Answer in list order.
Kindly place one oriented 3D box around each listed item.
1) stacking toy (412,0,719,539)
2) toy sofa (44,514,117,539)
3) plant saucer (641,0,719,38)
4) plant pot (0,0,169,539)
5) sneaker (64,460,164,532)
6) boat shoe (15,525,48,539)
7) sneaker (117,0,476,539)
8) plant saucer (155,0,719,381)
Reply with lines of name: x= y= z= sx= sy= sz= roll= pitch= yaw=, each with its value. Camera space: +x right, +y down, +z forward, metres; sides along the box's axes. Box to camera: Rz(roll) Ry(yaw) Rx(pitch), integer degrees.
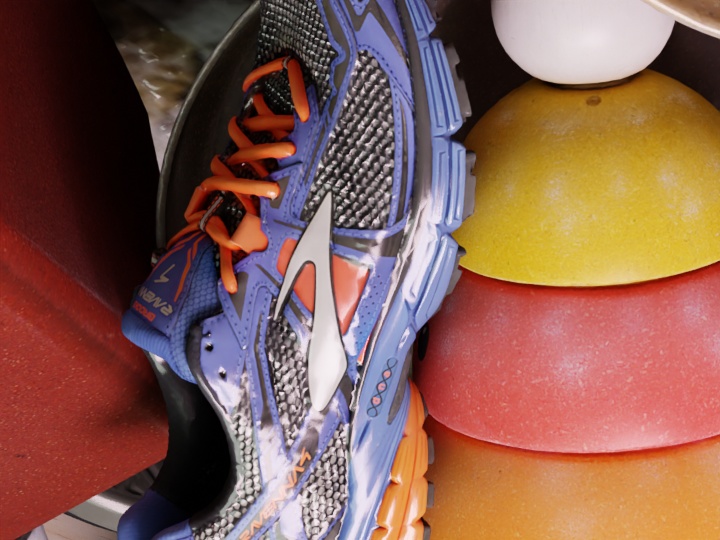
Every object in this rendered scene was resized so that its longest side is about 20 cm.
stacking toy: x=0.066 y=-0.005 z=0.702 sx=0.146 sy=0.146 sz=0.201 roll=1 pitch=108 yaw=21
toy sofa: x=-0.170 y=0.092 z=1.051 sx=0.200 sy=0.098 sz=0.083 roll=24 pitch=148 yaw=-16
plant saucer: x=0.119 y=-0.138 z=0.561 sx=0.199 sy=0.035 sz=0.201 roll=3 pitch=126 yaw=4
plant pot: x=-0.155 y=-0.012 z=0.744 sx=0.199 sy=0.200 sz=0.176 roll=-29 pitch=142 yaw=18
sneaker: x=-0.061 y=0.082 z=0.939 sx=0.199 sy=0.076 sz=0.114 roll=3 pitch=148 yaw=-46
boat shoe: x=-0.149 y=0.084 z=0.937 sx=0.199 sy=0.073 sz=0.068 roll=37 pitch=154 yaw=53
sneaker: x=-0.021 y=0.001 z=0.663 sx=0.078 sy=0.201 sz=0.075 roll=-1 pitch=-168 yaw=-22
plant saucer: x=0.037 y=-0.030 z=0.750 sx=0.199 sy=0.032 sz=0.201 roll=-8 pitch=125 yaw=-11
